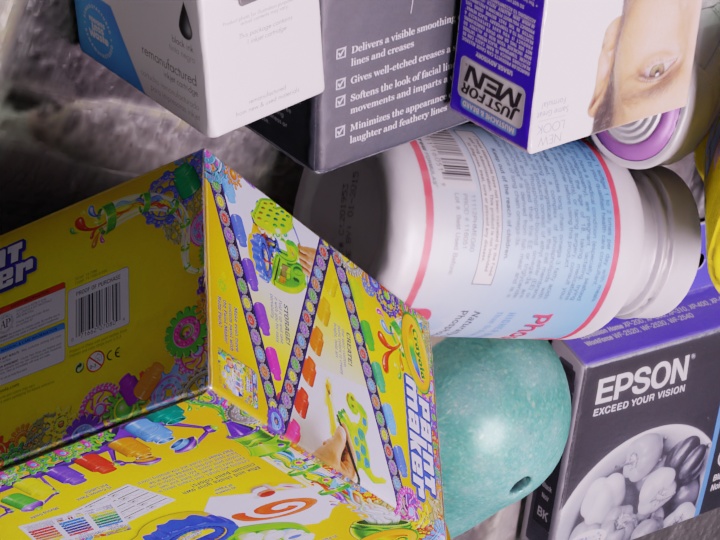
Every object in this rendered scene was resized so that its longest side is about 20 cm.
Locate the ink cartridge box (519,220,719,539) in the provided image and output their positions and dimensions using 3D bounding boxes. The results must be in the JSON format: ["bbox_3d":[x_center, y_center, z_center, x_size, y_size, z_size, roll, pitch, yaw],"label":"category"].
[{"bbox_3d":[0.194,0.069,1.532,0.197,0.043,0.201,-14,122,-35],"label":"ink cartridge box"}]

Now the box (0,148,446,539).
[{"bbox_3d":[-0.096,0.068,1.141,0.199,0.123,0.193,-21,145,25],"label":"box"}]

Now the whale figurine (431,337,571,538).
[{"bbox_3d":[0.043,0.113,1.372,0.159,0.104,0.201,-2,129,-46],"label":"whale figurine"}]

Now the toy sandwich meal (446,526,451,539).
[{"bbox_3d":[-0.017,0.171,1.339,0.070,0.204,0.206,-65,154,-48],"label":"toy sandwich meal"}]

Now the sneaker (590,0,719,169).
[{"bbox_3d":[0.163,-0.151,1.273,0.099,0.075,0.201,2,101,-62],"label":"sneaker"}]

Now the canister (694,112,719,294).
[{"bbox_3d":[0.230,-0.072,1.290,0.086,0.200,0.149,18,113,0],"label":"canister"}]

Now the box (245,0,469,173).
[{"bbox_3d":[0.008,-0.171,1.170,0.148,0.107,0.201,-20,128,-32],"label":"box"}]

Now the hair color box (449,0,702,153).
[{"bbox_3d":[0.108,-0.165,1.140,0.109,0.065,0.201,-18,127,-35],"label":"hair color box"}]

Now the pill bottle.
[{"bbox_3d":[0.073,-0.019,1.268,0.199,0.109,0.109,3,113,-32],"label":"pill bottle"}]

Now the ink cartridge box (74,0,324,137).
[{"bbox_3d":[-0.079,-0.175,1.084,0.068,0.116,0.201,-24,128,-29],"label":"ink cartridge box"}]
